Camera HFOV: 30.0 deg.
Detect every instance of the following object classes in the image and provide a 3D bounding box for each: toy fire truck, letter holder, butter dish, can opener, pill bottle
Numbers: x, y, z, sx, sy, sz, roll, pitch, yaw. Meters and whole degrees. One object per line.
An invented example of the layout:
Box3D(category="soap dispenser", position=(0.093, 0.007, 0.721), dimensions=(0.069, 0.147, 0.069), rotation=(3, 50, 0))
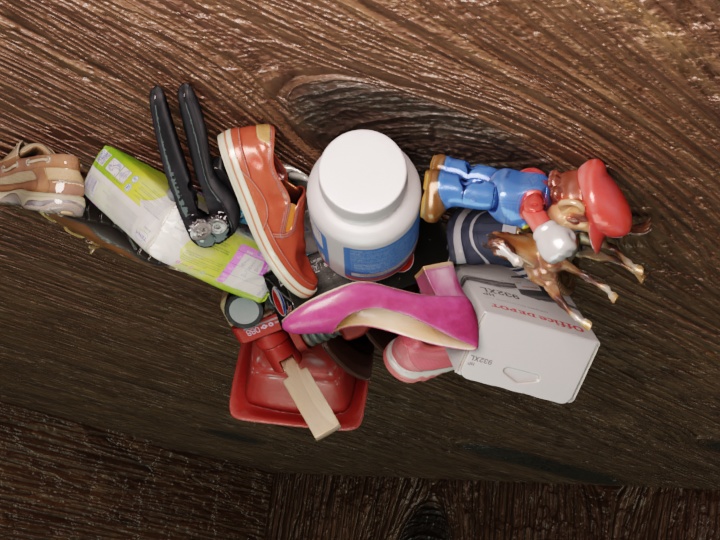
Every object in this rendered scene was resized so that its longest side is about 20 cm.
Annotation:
Box3D(category="toy fire truck", position=(-0.051, 0.076, 1.582), dimensions=(0.176, 0.129, 0.200), rotation=(-21, 115, 10))
Box3D(category="letter holder", position=(0.031, 0.063, 1.717), dimensions=(0.100, 0.142, 0.200), rotation=(3, 164, 18))
Box3D(category="butter dish", position=(-0.085, 0.114, 1.954), dimensions=(0.200, 0.200, 0.148), rotation=(6, 142, 5))
Box3D(category="can opener", position=(-0.163, -0.099, 1.290), dimensions=(0.063, 0.079, 0.200), rotation=(-16, 138, 2))
Box3D(category="pill bottle", position=(0.005, -0.065, 1.321), dimensions=(0.112, 0.112, 0.200), rotation=(7, 166, 2))

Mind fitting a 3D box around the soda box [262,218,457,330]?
Box3D(category="soda box", position=(0.000, 0.000, 1.462), dimensions=(0.200, 0.071, 0.063), rotation=(-20, -178, -23))

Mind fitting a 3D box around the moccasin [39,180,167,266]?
Box3D(category="moccasin", position=(-0.300, -0.055, 1.590), dimensions=(0.078, 0.074, 0.201), rotation=(6, 171, 44))

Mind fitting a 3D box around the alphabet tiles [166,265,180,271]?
Box3D(category="alphabet tiles", position=(-0.165, 0.008, 1.779), dimensions=(0.200, 0.015, 0.196), rotation=(14, -178, -20))

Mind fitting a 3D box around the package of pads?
Box3D(category="package of pads", position=(-0.186, -0.046, 1.454), dimensions=(0.154, 0.068, 0.200), rotation=(38, -173, 39))

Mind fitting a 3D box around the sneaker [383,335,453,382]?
Box3D(category="sneaker", position=(0.131, 0.085, 1.639), dimensions=(0.200, 0.074, 0.087), rotation=(-12, 155, -21))

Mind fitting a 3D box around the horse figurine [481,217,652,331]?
Box3D(category="horse figurine", position=(0.218, -0.017, 1.365), dimensions=(0.132, 0.200, 0.050), rotation=(38, 132, 17))

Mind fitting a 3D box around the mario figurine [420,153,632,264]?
Box3D(category="mario figurine", position=(0.159, -0.051, 1.291), dimensions=(0.200, 0.124, 0.106), rotation=(9, 153, 12))

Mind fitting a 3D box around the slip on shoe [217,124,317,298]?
Box3D(category="slip on shoe", position=(-0.079, -0.057, 1.333), dimensions=(0.061, 0.074, 0.200), rotation=(-19, 119, 4))

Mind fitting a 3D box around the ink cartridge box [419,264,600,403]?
Box3D(category="ink cartridge box", position=(0.165, 0.052, 1.520), dimensions=(0.145, 0.084, 0.200), rotation=(15, -158, -17))

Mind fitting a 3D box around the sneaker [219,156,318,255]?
Box3D(category="sneaker", position=(-0.071, -0.069, 1.431), dimensions=(0.087, 0.075, 0.200), rotation=(-11, 157, 37))

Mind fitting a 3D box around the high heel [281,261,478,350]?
Box3D(category="high heel", position=(0.023, 0.059, 1.382), dimensions=(0.200, 0.096, 0.067), rotation=(-13, 165, -21))

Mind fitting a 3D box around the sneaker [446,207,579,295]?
Box3D(category="sneaker", position=(0.165, -0.023, 1.478), dimensions=(0.108, 0.070, 0.200), rotation=(3, 166, 30))

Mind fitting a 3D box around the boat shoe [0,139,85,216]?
Box3D(category="boat shoe", position=(-0.352, -0.103, 1.451), dimensions=(0.076, 0.072, 0.200), rotation=(5, -176, -43))
